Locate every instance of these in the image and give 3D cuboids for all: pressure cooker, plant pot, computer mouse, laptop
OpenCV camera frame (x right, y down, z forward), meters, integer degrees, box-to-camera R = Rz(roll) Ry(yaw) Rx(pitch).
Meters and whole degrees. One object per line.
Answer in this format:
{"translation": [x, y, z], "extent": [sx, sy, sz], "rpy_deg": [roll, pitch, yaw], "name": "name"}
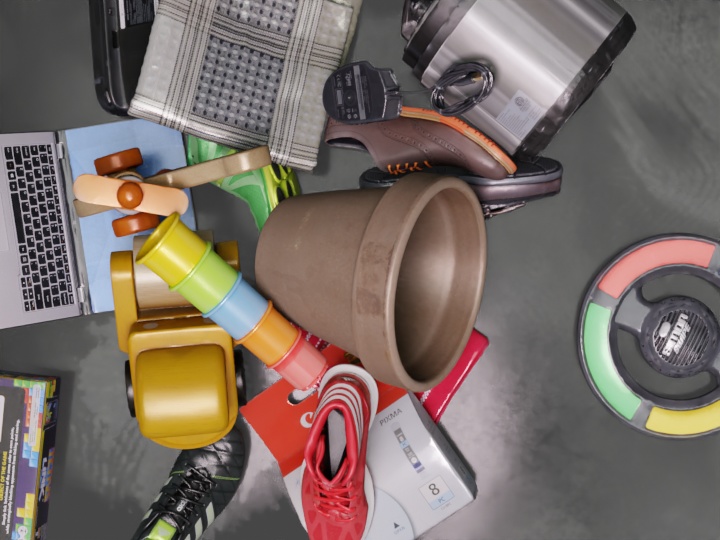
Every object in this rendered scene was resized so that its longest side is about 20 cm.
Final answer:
{"translation": [0.134, -0.224, 1.451], "extent": [0.200, 0.179, 0.176], "rpy_deg": [38, 96, 1], "name": "pressure cooker"}
{"translation": [0.000, 0.000, 1.452], "extent": [0.173, 0.200, 0.202], "rpy_deg": [10, 92, 27], "name": "plant pot"}
{"translation": [0.044, -0.166, 1.431], "extent": [0.199, 0.034, 0.059], "rpy_deg": [2, 100, 41], "name": "computer mouse"}
{"translation": [-0.271, -0.050, 1.519], "extent": [0.115, 0.199, 0.189], "rpy_deg": [-8, 91, 38], "name": "laptop"}

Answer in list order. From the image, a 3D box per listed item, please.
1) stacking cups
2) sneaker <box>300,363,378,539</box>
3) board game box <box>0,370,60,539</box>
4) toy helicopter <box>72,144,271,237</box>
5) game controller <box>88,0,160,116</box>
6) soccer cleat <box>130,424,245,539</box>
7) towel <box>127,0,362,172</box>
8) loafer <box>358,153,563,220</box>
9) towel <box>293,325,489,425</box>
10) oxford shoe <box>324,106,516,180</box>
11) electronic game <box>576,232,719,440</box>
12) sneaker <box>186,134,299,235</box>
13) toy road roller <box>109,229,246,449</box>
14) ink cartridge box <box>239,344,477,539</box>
{"translation": [-0.109, 0.031, 1.420], "extent": [0.200, 0.061, 0.061], "rpy_deg": [40, 94, -15], "name": "stacking cups"}
{"translation": [-0.031, 0.196, 1.440], "extent": [0.078, 0.116, 0.202], "rpy_deg": [5, 109, 12], "name": "sneaker"}
{"translation": [-0.394, 0.197, 1.561], "extent": [0.164, 0.057, 0.202], "rpy_deg": [7, 92, 6], "name": "board game box"}
{"translation": [-0.178, -0.084, 1.447], "extent": [0.199, 0.132, 0.080], "rpy_deg": [-14, 94, 19], "name": "toy helicopter"}
{"translation": [-0.221, -0.255, 1.531], "extent": [0.104, 0.042, 0.202], "rpy_deg": [-4, 89, 22], "name": "game controller"}
{"translation": [-0.177, 0.239, 1.534], "extent": [0.067, 0.081, 0.201], "rpy_deg": [33, 93, 2], "name": "soccer cleat"}
{"translation": [-0.106, -0.212, 1.491], "extent": [0.191, 0.035, 0.202], "rpy_deg": [18, 73, -11], "name": "towel"}
{"translation": [0.099, -0.073, 1.521], "extent": [0.198, 0.072, 0.063], "rpy_deg": [-3, 114, 9], "name": "loafer"}
{"translation": [0.011, 0.071, 1.546], "extent": [0.199, 0.022, 0.145], "rpy_deg": [36, 93, 3], "name": "towel"}
{"translation": [0.056, -0.116, 1.493], "extent": [0.199, 0.071, 0.073], "rpy_deg": [24, 83, 28], "name": "oxford shoe"}
{"translation": [0.309, 0.064, 1.515], "extent": [0.198, 0.042, 0.202], "rpy_deg": [0, 92, 4], "name": "electronic game"}
{"translation": [-0.122, -0.107, 1.532], "extent": [0.083, 0.074, 0.201], "rpy_deg": [-29, 85, 20], "name": "sneaker"}
{"translation": [-0.168, 0.073, 1.474], "extent": [0.122, 0.146, 0.202], "rpy_deg": [-5, 110, -4], "name": "toy road roller"}
{"translation": [-0.006, 0.179, 1.521], "extent": [0.160, 0.047, 0.201], "rpy_deg": [-35, 94, 14], "name": "ink cartridge box"}
